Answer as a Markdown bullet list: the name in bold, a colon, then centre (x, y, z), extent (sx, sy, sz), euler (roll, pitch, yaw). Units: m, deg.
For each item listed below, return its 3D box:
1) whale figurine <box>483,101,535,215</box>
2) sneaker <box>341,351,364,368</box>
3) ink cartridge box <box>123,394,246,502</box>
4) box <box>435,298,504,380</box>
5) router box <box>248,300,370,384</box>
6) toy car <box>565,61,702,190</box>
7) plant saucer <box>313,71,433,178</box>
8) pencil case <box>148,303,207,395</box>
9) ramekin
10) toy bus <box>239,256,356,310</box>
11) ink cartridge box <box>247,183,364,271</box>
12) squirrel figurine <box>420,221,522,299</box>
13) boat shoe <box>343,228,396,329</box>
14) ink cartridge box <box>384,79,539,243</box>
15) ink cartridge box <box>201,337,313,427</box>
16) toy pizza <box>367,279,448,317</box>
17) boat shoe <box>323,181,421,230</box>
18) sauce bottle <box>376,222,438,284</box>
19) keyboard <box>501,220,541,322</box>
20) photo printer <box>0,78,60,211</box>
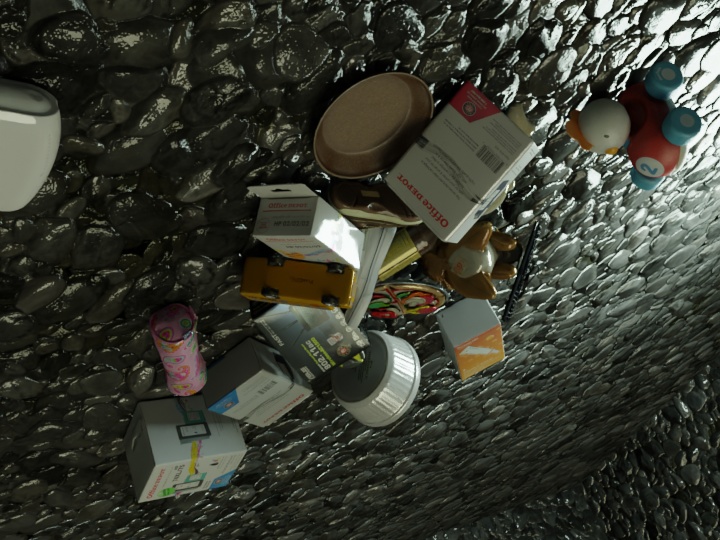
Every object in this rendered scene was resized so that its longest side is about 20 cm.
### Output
- **whale figurine**: centre (0.211, -0.193, 1.310), extent (0.159, 0.103, 0.202), euler (38, 87, -40)
- **sneaker**: centre (-0.060, 0.111, 1.536), extent (0.073, 0.085, 0.202), euler (-25, 127, 4)
- **ink cartridge box**: centre (-0.363, 0.358, 1.574), extent (0.196, 0.148, 0.148), euler (-1, 139, -35)
- **box**: centre (0.263, 0.157, 1.816), extent (0.122, 0.099, 0.201), euler (-27, 148, -1)
- **router box**: centre (-0.092, 0.100, 1.430), extent (0.148, 0.063, 0.201), euler (-32, 123, 8)
- **toy car**: centre (0.460, -0.242, 1.362), extent (0.195, 0.181, 0.185), euler (-9, 157, -6)
- **plant saucer**: centre (0.015, -0.224, 1.154), extent (0.197, 0.037, 0.202), euler (-21, 147, -14)
- **pencil case**: centre (-0.320, 0.142, 1.367), extent (0.086, 0.088, 0.202), euler (-16, 145, -17)
- **ramekin**: centre (0.023, 0.223, 1.645), extent (0.201, 0.204, 0.094), euler (-39, 134, 18)
- **toy bus**: centre (-0.102, 0.024, 1.279), extent (0.195, 0.067, 0.078), euler (7, 166, 15)
- **ink cartridge box**: centre (-0.090, -0.064, 1.218), extent (0.113, 0.069, 0.199), euler (1, 160, 30)
- **squirrel figurine**: centre (0.221, -0.031, 1.511), extent (0.197, 0.145, 0.185), euler (-7, -171, 36)
- **boat shoe**: centre (0.000, 0.000, 1.376), extent (0.065, 0.074, 0.204), euler (20, 93, -4)
- **ink cartridge box**: centre (0.157, -0.164, 1.198), extent (0.201, 0.145, 0.084), euler (-48, 165, 13)
- **ink cartridge box**: centre (-0.213, 0.233, 1.573), extent (0.144, 0.085, 0.200), euler (-36, 147, 12)
- **toy pizza**: centre (0.078, 0.063, 1.528), extent (0.195, 0.032, 0.201), euler (0, 161, 0)
- **boat shoe**: centre (0.019, -0.104, 1.303), extent (0.199, 0.076, 0.075), euler (9, 145, -34)
- **sauce bottle**: centre (0.092, -0.048, 1.431), extent (0.197, 0.065, 0.065), euler (-31, 148, 5)
- **keyboard**: centre (0.325, 0.007, 1.501), extent (0.104, 0.039, 0.204), euler (6, 104, -78)
- **photo printer**: centre (-0.450, -0.146, 0.876), extent (0.197, 0.070, 0.167), euler (4, 136, -40)
